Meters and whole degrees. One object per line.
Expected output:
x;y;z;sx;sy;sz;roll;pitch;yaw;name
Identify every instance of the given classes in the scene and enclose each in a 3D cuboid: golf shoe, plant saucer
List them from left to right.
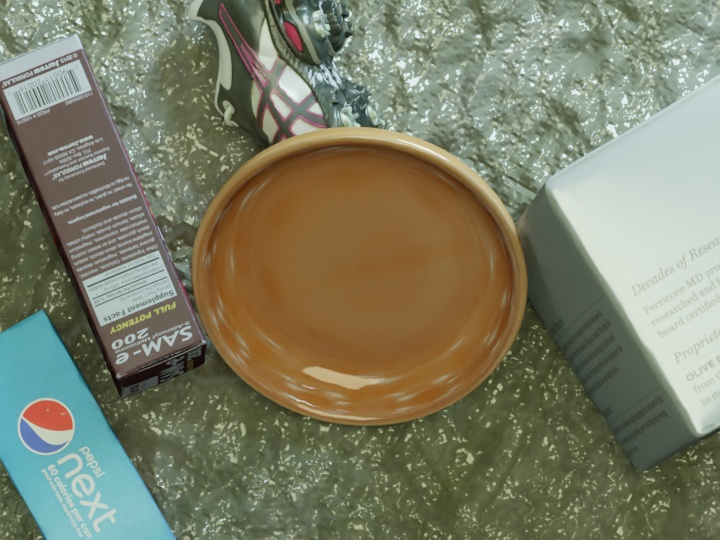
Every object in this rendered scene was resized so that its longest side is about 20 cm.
-0.037;-0.095;1.791;0.088;0.077;0.200;-20;85;21;golf shoe
0.000;0.000;1.739;0.200;0.037;0.200;2;120;4;plant saucer

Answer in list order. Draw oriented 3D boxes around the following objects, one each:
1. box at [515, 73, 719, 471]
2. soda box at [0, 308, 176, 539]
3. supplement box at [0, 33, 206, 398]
0.215;-0.010;1.716;0.200;0.199;0.171;-32;84;-9;box
-0.168;0.128;1.743;0.068;0.064;0.200;-30;84;-7;soda box
-0.156;-0.030;1.746;0.061;0.109;0.200;-22;84;-6;supplement box
